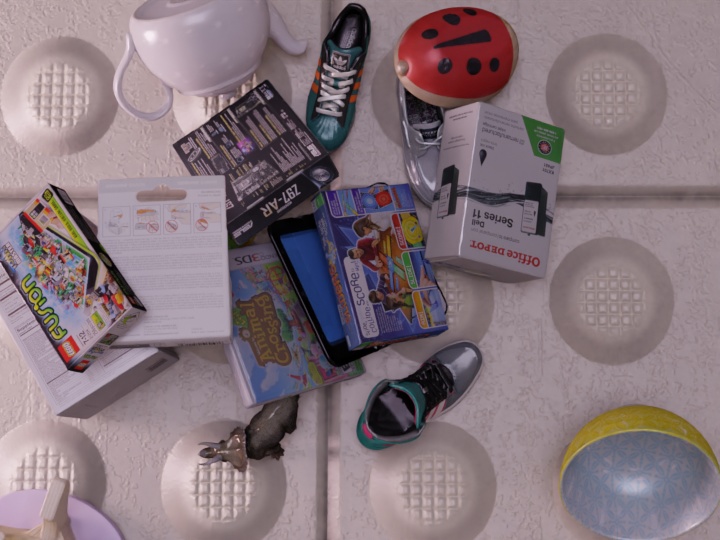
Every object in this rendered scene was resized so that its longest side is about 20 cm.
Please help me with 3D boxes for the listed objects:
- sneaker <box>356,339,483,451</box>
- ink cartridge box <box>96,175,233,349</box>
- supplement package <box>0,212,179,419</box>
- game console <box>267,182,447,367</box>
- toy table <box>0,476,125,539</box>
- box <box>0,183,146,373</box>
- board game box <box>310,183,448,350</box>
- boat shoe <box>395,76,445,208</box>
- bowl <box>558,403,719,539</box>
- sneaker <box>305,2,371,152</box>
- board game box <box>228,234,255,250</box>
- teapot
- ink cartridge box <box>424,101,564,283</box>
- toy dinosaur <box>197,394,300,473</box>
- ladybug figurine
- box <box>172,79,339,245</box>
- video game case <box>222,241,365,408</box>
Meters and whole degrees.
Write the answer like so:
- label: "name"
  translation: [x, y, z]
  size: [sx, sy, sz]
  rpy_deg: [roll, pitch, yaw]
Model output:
- label: "sneaker"
  translation: [0.075, 0.154, 1.492]
  size: [0.199, 0.121, 0.084]
  rpy_deg: [-39, 83, -4]
- label: "ink cartridge box"
  translation: [-0.236, -0.010, 1.423]
  size: [0.158, 0.047, 0.203]
  rpy_deg: [-2, 76, -4]
- label: "supplement package"
  translation: [-0.353, 0.062, 1.502]
  size: [0.150, 0.152, 0.201]
  rpy_deg: [-32, 82, -4]
- label: "game console"
  translation: [0.000, 0.000, 1.517]
  size: [0.174, 0.116, 0.202]
  rpy_deg: [-26, 84, -2]
- label: "toy table"
  translation: [-0.397, 0.349, 1.482]
  size: [0.197, 0.117, 0.187]
  rpy_deg: [7, 82, 2]
- label: "box"
  translation: [-0.346, 0.008, 1.386]
  size: [0.110, 0.035, 0.201]
  rpy_deg: [-42, 68, 8]
- label: "board game box"
  translation: [0.024, -0.007, 1.500]
  size: [0.134, 0.034, 0.203]
  rpy_deg: [-6, 74, -29]
- label: "boat shoe"
  translation: [0.085, -0.182, 1.564]
  size: [0.069, 0.072, 0.204]
  rpy_deg: [-12, 81, 0]
- label: "bowl"
  translation: [0.345, 0.232, 1.469]
  size: [0.197, 0.202, 0.108]
  rpy_deg: [9, 39, 3]
- label: "sneaker"
  translation: [-0.032, -0.261, 1.574]
  size: [0.070, 0.080, 0.203]
  rpy_deg: [12, 83, 3]
- label: "board game box"
  translation: [-0.227, -0.026, 1.514]
  size: [0.095, 0.030, 0.200]
  rpy_deg: [41, 42, 6]
- label: "teapot"
  translation: [-0.203, -0.292, 1.552]
  size: [0.198, 0.198, 0.148]
  rpy_deg: [-2, 122, 28]
- label: "ink cartridge box"
  translation: [0.173, -0.096, 1.517]
  size: [0.145, 0.083, 0.203]
  rpy_deg: [12, 82, -28]
- label: "toy dinosaur"
  translation: [-0.111, 0.192, 1.502]
  size: [0.200, 0.102, 0.077]
  rpy_deg: [-42, 83, -3]
- label: "ladybug figurine"
  translation: [0.131, -0.285, 1.541]
  size: [0.198, 0.072, 0.137]
  rpy_deg: [-23, 82, -32]
- label: "box"
  translation: [-0.139, -0.143, 1.525]
  size: [0.159, 0.044, 0.200]
  rpy_deg: [-35, 46, -3]
- label: "video game case"
  translation: [-0.101, 0.060, 1.503]
  size: [0.180, 0.022, 0.202]
  rpy_deg: [-12, 74, -37]
